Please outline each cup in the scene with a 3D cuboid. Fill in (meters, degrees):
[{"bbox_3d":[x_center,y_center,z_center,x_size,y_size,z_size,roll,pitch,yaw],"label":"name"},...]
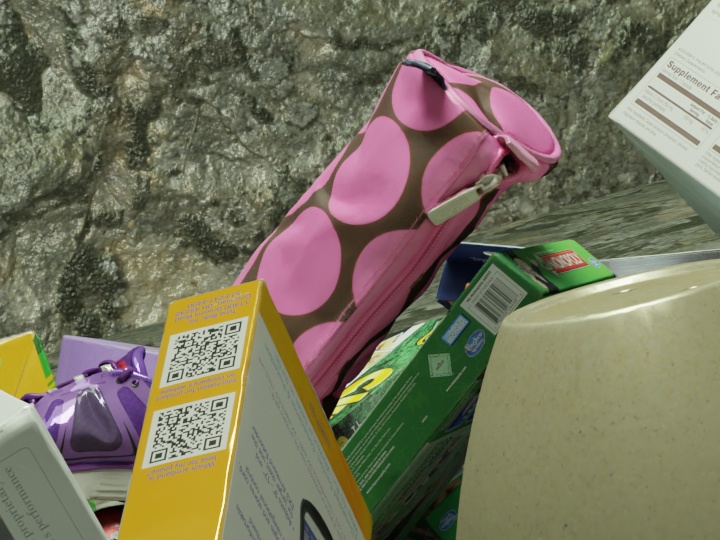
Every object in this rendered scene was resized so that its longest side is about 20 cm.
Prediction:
[{"bbox_3d":[0.121,0.076,0.791,0.199,0.144,0.200,-14,4,1],"label":"cup"}]

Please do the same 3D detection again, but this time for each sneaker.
[{"bbox_3d":[-0.144,0.080,1.070,0.199,0.084,0.081,4,-1,-15],"label":"sneaker"}]

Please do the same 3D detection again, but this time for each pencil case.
[{"bbox_3d":[0.000,0.000,0.890,0.091,0.200,0.094,24,21,-36],"label":"pencil case"}]

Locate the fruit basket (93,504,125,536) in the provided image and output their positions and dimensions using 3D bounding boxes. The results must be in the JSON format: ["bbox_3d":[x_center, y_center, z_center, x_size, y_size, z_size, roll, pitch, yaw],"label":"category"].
[{"bbox_3d":[-0.154,0.166,1.057,0.199,0.094,0.185,1,0,-19],"label":"fruit basket"}]

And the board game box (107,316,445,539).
[{"bbox_3d":[-0.029,0.083,1.002,0.105,0.024,0.200,-16,16,47],"label":"board game box"}]

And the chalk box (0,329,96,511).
[{"bbox_3d":[-0.239,0.131,1.242,0.124,0.124,0.200,-17,-12,-14],"label":"chalk box"}]

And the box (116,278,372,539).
[{"bbox_3d":[-0.037,0.110,0.646,0.041,0.119,0.200,-12,34,15],"label":"box"}]

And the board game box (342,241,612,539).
[{"bbox_3d":[0.029,0.074,0.925,0.200,0.029,0.135,-53,-12,14],"label":"board game box"}]

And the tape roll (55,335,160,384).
[{"bbox_3d":[-0.102,0.089,1.340,0.199,0.066,0.200,9,-3,0],"label":"tape roll"}]

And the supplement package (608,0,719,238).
[{"bbox_3d":[0.255,-0.038,1.040,0.111,0.156,0.200,-48,42,3],"label":"supplement package"}]

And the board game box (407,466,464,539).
[{"bbox_3d":[0.059,0.093,1.152,0.135,0.029,0.200,-42,11,-12],"label":"board game box"}]

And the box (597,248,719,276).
[{"bbox_3d":[0.264,0.018,1.295,0.199,0.049,0.158,4,-5,-31],"label":"box"}]

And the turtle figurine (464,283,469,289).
[{"bbox_3d":[-0.006,0.088,1.130,0.200,0.064,0.161,-45,13,10],"label":"turtle figurine"}]

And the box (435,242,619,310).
[{"bbox_3d":[0.130,0.033,1.226,0.121,0.033,0.200,6,-18,38],"label":"box"}]

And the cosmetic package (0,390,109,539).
[{"bbox_3d":[-0.193,0.147,0.771,0.200,0.123,0.199,-31,9,-14],"label":"cosmetic package"}]
